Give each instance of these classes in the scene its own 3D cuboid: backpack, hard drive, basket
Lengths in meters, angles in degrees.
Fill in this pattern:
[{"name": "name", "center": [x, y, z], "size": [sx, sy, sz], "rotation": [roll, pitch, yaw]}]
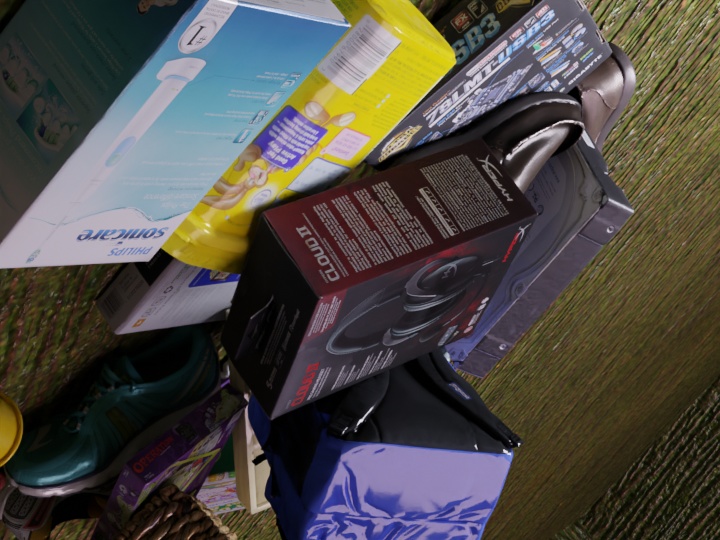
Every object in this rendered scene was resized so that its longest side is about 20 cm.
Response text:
[{"name": "backpack", "center": [-0.007, 0.126, 1.172], "size": [0.162, 0.200, 0.169], "rotation": [12, 117, -28]}, {"name": "hard drive", "center": [0.129, -0.027, 1.298], "size": [0.038, 0.140, 0.200], "rotation": [21, 123, -32]}, {"name": "basket", "center": [-0.138, 0.279, 1.257], "size": [0.143, 0.149, 0.200], "rotation": [-45, 170, -8]}]

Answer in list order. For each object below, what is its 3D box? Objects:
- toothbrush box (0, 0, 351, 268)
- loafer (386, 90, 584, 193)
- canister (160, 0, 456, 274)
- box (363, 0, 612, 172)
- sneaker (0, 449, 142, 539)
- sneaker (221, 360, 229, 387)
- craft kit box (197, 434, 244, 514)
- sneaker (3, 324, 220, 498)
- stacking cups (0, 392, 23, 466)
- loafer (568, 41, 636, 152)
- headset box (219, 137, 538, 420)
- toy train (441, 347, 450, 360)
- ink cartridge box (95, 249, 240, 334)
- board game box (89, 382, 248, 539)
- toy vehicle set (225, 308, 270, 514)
[{"name": "toothbrush box", "center": [-0.125, -0.097, 0.849], "size": [0.200, 0.085, 0.146], "rotation": [-48, 160, 24]}, {"name": "loafer", "center": [0.101, -0.073, 1.199], "size": [0.199, 0.072, 0.073], "rotation": [-27, 160, -26]}, {"name": "canister", "center": [-0.045, -0.098, 0.997], "size": [0.200, 0.087, 0.148], "rotation": [-45, 160, 14]}, {"name": "box", "center": [0.091, -0.144, 1.197], "size": [0.200, 0.050, 0.198], "rotation": [-41, 160, 10]}, {"name": "sneaker", "center": [-0.211, 0.165, 1.298], "size": [0.199, 0.082, 0.078], "rotation": [-30, 160, -26]}, {"name": "sneaker", "center": [-0.063, 0.103, 1.420], "size": [0.200, 0.089, 0.081], "rotation": [-34, 164, -4]}, {"name": "craft kit box", "center": [-0.112, 0.187, 1.462], "size": [0.198, 0.049, 0.198], "rotation": [-12, 165, 2]}, {"name": "sneaker", "center": [-0.198, 0.105, 1.235], "size": [0.200, 0.077, 0.080], "rotation": [-34, 142, -29]}, {"name": "stacking cups", "center": [-0.284, 0.085, 1.017], "size": [0.060, 0.061, 0.200], "rotation": [-37, 161, -3]}, {"name": "loafer", "center": [0.176, -0.119, 1.394], "size": [0.071, 0.073, 0.201], "rotation": [-20, 145, -33]}, {"name": "headset box", "center": [0.002, 0.008, 1.047], "size": [0.199, 0.077, 0.149], "rotation": [-21, 153, -31]}, {"name": "toy train", "center": [0.081, 0.012, 1.468], "size": [0.200, 0.085, 0.114], "rotation": [-47, -165, 10]}, {"name": "ink cartridge box", "center": [-0.105, 0.000, 1.189], "size": [0.095, 0.037, 0.199], "rotation": [-47, 157, 25]}, {"name": "board game box", "center": [-0.165, 0.181, 1.266], "size": [0.120, 0.032, 0.200], "rotation": [-43, 169, -41]}, {"name": "toy vehicle set", "center": [-0.046, 0.099, 1.284], "size": [0.124, 0.027, 0.201], "rotation": [-19, 129, -25]}]
